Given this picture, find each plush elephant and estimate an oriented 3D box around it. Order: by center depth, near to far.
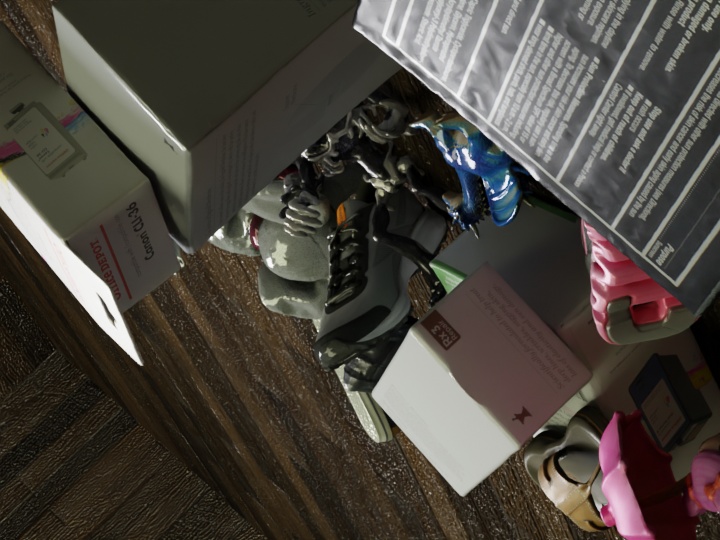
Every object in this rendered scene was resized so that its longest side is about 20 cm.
[{"bbox_3d":[-0.062,-0.055,1.421,0.154,0.201,0.165,22,150,16],"label":"plush elephant"}]

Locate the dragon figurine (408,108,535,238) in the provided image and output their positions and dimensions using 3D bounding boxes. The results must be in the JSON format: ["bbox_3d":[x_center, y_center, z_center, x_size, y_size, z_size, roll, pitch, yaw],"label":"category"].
[{"bbox_3d":[0.090,-0.069,1.124,0.100,0.059,0.200,50,166,-12],"label":"dragon figurine"}]

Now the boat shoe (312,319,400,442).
[{"bbox_3d":[0.000,0.062,1.717,0.201,0.062,0.075,65,167,-8],"label":"boat shoe"}]

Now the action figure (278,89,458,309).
[{"bbox_3d":[0.001,-0.073,1.263,0.200,0.119,0.102,39,-162,6],"label":"action figure"}]

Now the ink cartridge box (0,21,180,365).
[{"bbox_3d":[-0.180,-0.046,1.140,0.200,0.067,0.117,47,166,24],"label":"ink cartridge box"}]

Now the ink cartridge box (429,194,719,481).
[{"bbox_3d":[0.154,0.059,1.222,0.145,0.087,0.201,28,154,52],"label":"ink cartridge box"}]

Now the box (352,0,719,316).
[{"bbox_3d":[0.121,-0.121,0.713,0.198,0.123,0.200,42,153,11],"label":"box"}]

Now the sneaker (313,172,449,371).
[{"bbox_3d":[0.000,0.000,1.324,0.074,0.201,0.079,-31,110,32],"label":"sneaker"}]

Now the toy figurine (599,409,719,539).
[{"bbox_3d":[0.209,0.082,0.937,0.150,0.184,0.200,50,164,-14],"label":"toy figurine"}]

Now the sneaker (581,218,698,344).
[{"bbox_3d":[0.148,-0.051,0.999,0.201,0.078,0.096,86,175,-48],"label":"sneaker"}]

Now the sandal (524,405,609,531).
[{"bbox_3d":[0.141,0.136,1.181,0.082,0.055,0.200,47,165,-4],"label":"sandal"}]

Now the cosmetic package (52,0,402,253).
[{"bbox_3d":[-0.073,-0.142,1.117,0.123,0.200,0.200,44,165,8],"label":"cosmetic package"}]

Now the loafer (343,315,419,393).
[{"bbox_3d":[0.059,0.078,1.434,0.200,0.071,0.068,15,-169,-47],"label":"loafer"}]

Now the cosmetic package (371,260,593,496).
[{"bbox_3d":[0.074,0.075,1.184,0.102,0.074,0.200,47,163,6],"label":"cosmetic package"}]
